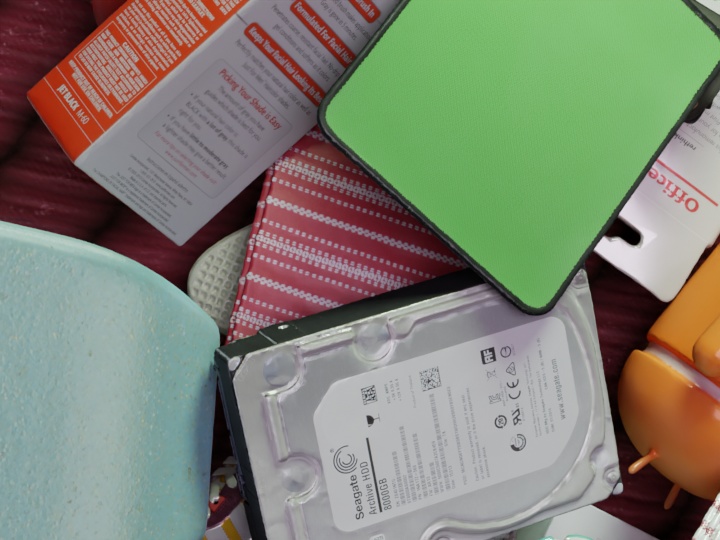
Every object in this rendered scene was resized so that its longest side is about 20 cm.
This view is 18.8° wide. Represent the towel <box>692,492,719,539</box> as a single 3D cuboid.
[{"bbox_3d":[0.189,0.215,1.155,0.200,0.030,0.146,-53,138,-32],"label":"towel"}]

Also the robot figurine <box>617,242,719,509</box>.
[{"bbox_3d":[0.226,0.048,1.228,0.117,0.144,0.200,40,88,-13],"label":"robot figurine"}]

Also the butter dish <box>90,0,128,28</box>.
[{"bbox_3d":[-0.081,-0.230,1.157,0.200,0.199,0.148,-27,54,-15],"label":"butter dish"}]

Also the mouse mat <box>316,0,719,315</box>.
[{"bbox_3d":[0.088,-0.097,1.118,0.161,0.008,0.200,42,69,-12],"label":"mouse mat"}]

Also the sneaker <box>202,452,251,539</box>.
[{"bbox_3d":[-0.069,0.133,1.176,0.090,0.075,0.200,17,81,-15],"label":"sneaker"}]

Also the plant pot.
[{"bbox_3d":[-0.185,0.075,1.091,0.200,0.196,0.196,7,85,-36],"label":"plant pot"}]

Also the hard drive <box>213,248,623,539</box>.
[{"bbox_3d":[0.033,0.078,1.122,0.200,0.038,0.140,-15,106,-17],"label":"hard drive"}]

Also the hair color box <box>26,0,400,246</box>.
[{"bbox_3d":[-0.059,-0.117,1.119,0.200,0.111,0.064,-41,56,5],"label":"hair color box"}]

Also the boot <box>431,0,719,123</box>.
[{"bbox_3d":[0.119,-0.098,1.161,0.138,0.077,0.200,35,67,3],"label":"boot"}]

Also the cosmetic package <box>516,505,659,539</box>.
[{"bbox_3d":[0.160,0.235,1.251,0.200,0.052,0.151,28,79,-13],"label":"cosmetic package"}]

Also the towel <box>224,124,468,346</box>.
[{"bbox_3d":[0.015,-0.028,1.174,0.145,0.022,0.200,17,73,-11],"label":"towel"}]

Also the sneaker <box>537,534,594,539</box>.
[{"bbox_3d":[0.048,0.212,1.112,0.200,0.078,0.091,-25,67,-3],"label":"sneaker"}]

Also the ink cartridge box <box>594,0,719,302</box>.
[{"bbox_3d":[0.175,-0.090,1.260,0.117,0.067,0.200,36,78,-11],"label":"ink cartridge box"}]

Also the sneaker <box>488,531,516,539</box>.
[{"bbox_3d":[0.052,0.134,1.199,0.081,0.075,0.200,7,90,25],"label":"sneaker"}]

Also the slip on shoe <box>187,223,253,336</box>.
[{"bbox_3d":[0.000,0.000,1.206,0.200,0.061,0.074,-13,80,-19],"label":"slip on shoe"}]
